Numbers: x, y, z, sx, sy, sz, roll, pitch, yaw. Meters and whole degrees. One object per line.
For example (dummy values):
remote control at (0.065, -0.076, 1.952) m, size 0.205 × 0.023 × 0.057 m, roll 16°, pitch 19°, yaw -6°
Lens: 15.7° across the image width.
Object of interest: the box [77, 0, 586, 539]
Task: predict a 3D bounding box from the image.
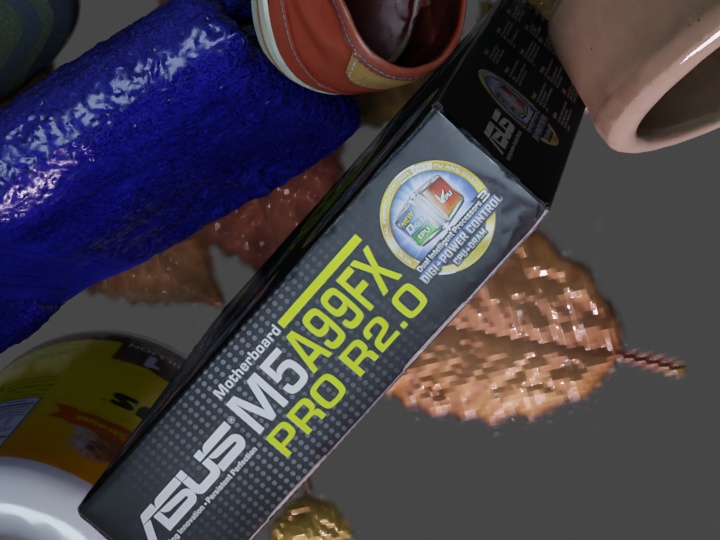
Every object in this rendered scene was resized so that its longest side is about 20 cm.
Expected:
box at (0.000, 0.000, 0.802) m, size 0.044 × 0.200 × 0.160 m, roll 40°, pitch 108°, yaw -3°

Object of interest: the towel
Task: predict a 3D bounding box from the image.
towel at (-0.097, -0.018, 0.839) m, size 0.199 × 0.148 × 0.050 m, roll -33°, pitch 83°, yaw 14°

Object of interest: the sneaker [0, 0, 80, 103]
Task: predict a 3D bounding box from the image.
sneaker at (-0.174, -0.040, 0.865) m, size 0.200 × 0.081 × 0.074 m, roll -35°, pitch 127°, yaw 9°

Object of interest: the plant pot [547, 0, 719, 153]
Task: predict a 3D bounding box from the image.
plant pot at (0.118, -0.159, 0.761) m, size 0.200 × 0.200 × 0.175 m, roll -31°, pitch 81°, yaw 15°

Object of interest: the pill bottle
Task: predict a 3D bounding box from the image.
pill bottle at (-0.101, 0.096, 0.843) m, size 0.109 × 0.200 × 0.110 m, roll 2°, pitch 106°, yaw 8°

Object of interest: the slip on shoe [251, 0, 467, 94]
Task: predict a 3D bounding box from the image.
slip on shoe at (0.008, -0.146, 0.730) m, size 0.074 × 0.061 × 0.201 m, roll -6°, pitch 106°, yaw -32°
